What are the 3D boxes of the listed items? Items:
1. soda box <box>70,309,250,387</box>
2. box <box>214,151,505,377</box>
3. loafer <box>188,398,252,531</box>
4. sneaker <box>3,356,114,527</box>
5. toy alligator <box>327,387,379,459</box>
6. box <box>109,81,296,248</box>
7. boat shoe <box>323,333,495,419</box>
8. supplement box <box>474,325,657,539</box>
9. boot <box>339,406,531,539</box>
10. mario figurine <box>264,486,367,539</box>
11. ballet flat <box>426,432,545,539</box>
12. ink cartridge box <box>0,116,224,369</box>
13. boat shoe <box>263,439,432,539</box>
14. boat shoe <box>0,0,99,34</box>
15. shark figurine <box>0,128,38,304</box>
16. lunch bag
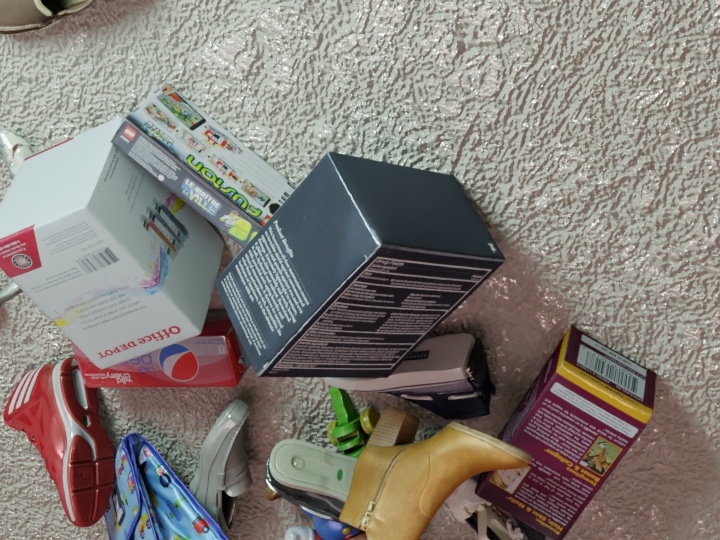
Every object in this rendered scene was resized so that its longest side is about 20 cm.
[{"bbox_3d":[-0.228,0.090,1.493,0.197,0.064,0.071,-3,116,18],"label":"soda box"},{"bbox_3d":[0.000,0.000,1.281,0.198,0.199,0.124,-45,59,29],"label":"box"},{"bbox_3d":[-0.157,0.234,1.545,0.069,0.070,0.201,27,131,8],"label":"loafer"},{"bbox_3d":[-0.369,0.212,1.580,0.114,0.078,0.203,-11,81,34],"label":"sneaker"},{"bbox_3d":[0.012,0.226,1.495,0.059,0.054,0.202,-20,109,26],"label":"toy alligator"},{"bbox_3d":[-0.151,-0.103,1.340,0.199,0.110,0.035,39,121,-5],"label":"box"},{"bbox_3d":[0.054,0.124,1.422,0.198,0.075,0.093,-2,134,30],"label":"boat shoe"},{"bbox_3d":[0.218,0.176,1.386,0.109,0.086,0.201,29,121,1],"label":"supplement box"},{"bbox_3d":[0.075,0.231,1.349,0.199,0.146,0.071,9,165,40],"label":"boot"},{"bbox_3d":[-0.022,0.306,1.514,0.200,0.106,0.124,42,160,1],"label":"mario figurine"},{"bbox_3d":[0.139,0.271,1.472,0.073,0.073,0.200,-35,102,29],"label":"ballet flat"},{"bbox_3d":[-0.263,-0.025,1.368,0.144,0.146,0.201,-18,128,25],"label":"ink cartridge box"},{"bbox_3d":[-0.014,0.252,1.453,0.198,0.072,0.068,23,141,-3],"label":"boat shoe"},{"bbox_3d":[-0.315,-0.287,1.313,0.200,0.075,0.075,-18,111,25],"label":"boat shoe"},{"bbox_3d":[-0.377,-0.034,1.454,0.127,0.217,0.089,19,168,-26],"label":"shark figurine"},{"bbox_3d":[-0.255,0.304,1.578,0.201,0.093,0.151,55,142,27],"label":"lunch bag"}]
